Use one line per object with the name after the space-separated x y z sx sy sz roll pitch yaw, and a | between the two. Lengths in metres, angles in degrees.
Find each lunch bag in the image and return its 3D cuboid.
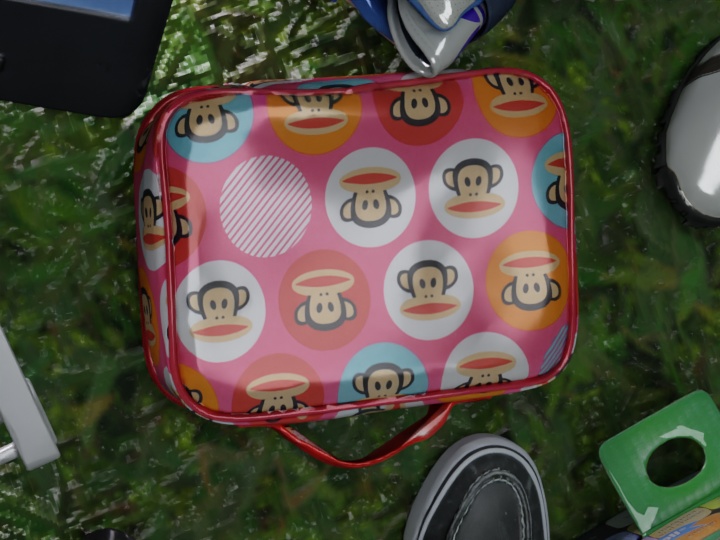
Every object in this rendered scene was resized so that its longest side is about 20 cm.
0.000 0.000 1.134 0.199 0.082 0.177 -4 92 -15 | lunch bag

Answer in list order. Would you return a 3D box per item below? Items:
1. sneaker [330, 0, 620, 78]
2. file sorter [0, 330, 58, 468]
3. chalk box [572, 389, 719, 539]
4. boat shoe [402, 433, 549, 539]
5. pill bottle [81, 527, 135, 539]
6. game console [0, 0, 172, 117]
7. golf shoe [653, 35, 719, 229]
0.074 -0.134 1.134 0.199 0.081 0.147 23 64 -5 | sneaker
-0.217 0.012 1.004 0.124 0.200 0.139 -25 108 -9 | file sorter
0.180 0.157 1.160 0.124 0.124 0.201 -28 97 -13 | chalk box
0.050 0.176 1.155 0.073 0.068 0.200 17 87 -14 | boat shoe
-0.074 0.217 1.102 0.200 0.112 0.112 43 81 -11 | pill bottle
-0.156 -0.159 1.063 0.176 0.031 0.201 12 127 -13 | game console
0.221 -0.099 1.185 0.200 0.094 0.078 -45 102 -8 | golf shoe
